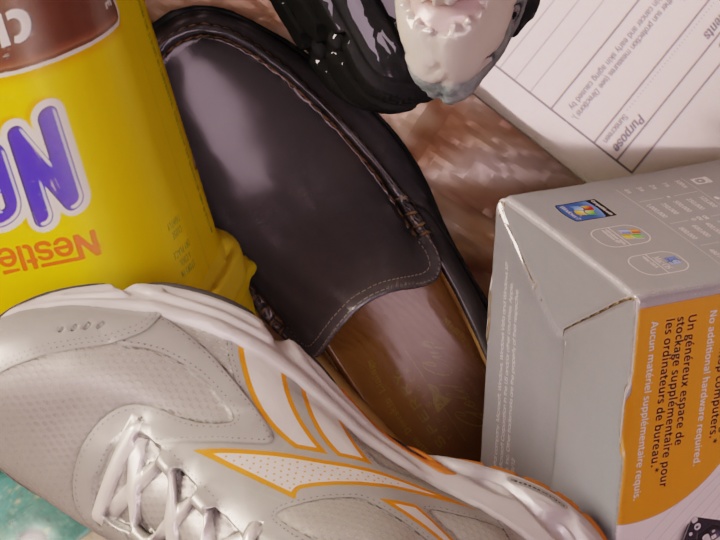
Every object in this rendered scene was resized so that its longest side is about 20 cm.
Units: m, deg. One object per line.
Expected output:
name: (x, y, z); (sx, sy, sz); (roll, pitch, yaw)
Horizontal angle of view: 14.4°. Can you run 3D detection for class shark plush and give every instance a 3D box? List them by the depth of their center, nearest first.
shark plush: (0.035, -0.133, 0.784); (0.091, 0.200, 0.083); (-9, 125, 14)

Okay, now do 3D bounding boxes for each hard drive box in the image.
hard drive box: (0.140, 0.045, 0.870); (0.200, 0.077, 0.156); (-11, 119, -26)

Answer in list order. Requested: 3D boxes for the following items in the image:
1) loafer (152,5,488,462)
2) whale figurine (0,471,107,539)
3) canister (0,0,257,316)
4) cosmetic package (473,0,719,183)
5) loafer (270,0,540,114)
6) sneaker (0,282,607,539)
loafer: (0.000, 0.000, 0.897); (0.073, 0.072, 0.200); (-41, 102, 3)
whale figurine: (-0.105, 0.126, 0.891); (0.104, 0.159, 0.200); (44, 99, 25)
canister: (-0.128, -0.054, 0.833); (0.148, 0.087, 0.200); (-9, 114, 17)
cosmetic package: (0.049, -0.108, 0.881); (0.200, 0.071, 0.105); (39, 96, -12)
loafer: (-0.018, -0.141, 0.801); (0.070, 0.068, 0.201); (-33, 102, -17)
sneaker: (-0.025, 0.071, 0.773); (0.200, 0.092, 0.076); (23, 118, 4)
